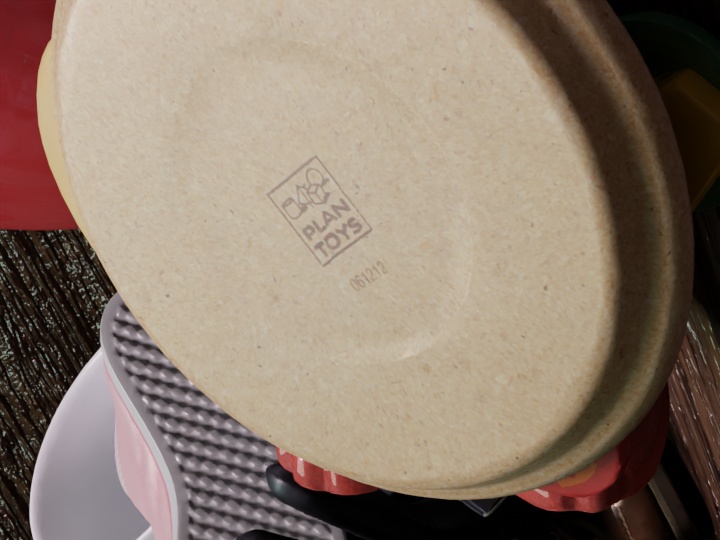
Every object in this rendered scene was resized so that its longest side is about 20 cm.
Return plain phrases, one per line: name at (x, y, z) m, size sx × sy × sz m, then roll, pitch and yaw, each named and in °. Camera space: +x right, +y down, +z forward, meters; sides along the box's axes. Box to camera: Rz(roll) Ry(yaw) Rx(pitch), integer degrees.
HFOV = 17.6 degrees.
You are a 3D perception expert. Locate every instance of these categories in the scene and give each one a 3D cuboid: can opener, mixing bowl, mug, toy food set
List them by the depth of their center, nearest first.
toy food set at (0.002, -0.024, 0.604) m, size 0.198 × 0.049 × 0.200 m, roll 41°, pitch 134°, yaw 8°
can opener at (0.008, 0.112, 0.923) m, size 0.078 × 0.064 × 0.200 m, roll 12°, pitch 178°, yaw 27°
mixing bowl at (-0.118, -0.097, 1.077) m, size 0.108 × 0.201 × 0.200 m, roll 21°, pitch 175°, yaw -1°
mug at (-0.050, 0.135, 1.183) m, size 0.175 × 0.148 × 0.200 m, roll 33°, pitch -164°, yaw -33°

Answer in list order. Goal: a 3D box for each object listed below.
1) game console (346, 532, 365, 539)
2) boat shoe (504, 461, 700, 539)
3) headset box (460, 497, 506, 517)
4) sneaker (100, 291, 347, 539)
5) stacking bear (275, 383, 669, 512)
game console at (0.054, 0.175, 1.079) m, size 0.200 × 0.116 × 0.177 m, roll 49°, pitch -139°, yaw -65°
boat shoe at (0.089, 0.094, 1.005) m, size 0.072 × 0.068 × 0.200 m, roll 64°, pitch 175°, yaw -7°
headset box at (0.000, 0.000, 0.942) m, size 0.174 × 0.093 × 0.200 m, roll 39°, pitch 179°, yaw -9°
sneaker at (-0.057, 0.106, 1.014) m, size 0.105 × 0.075 × 0.201 m, roll 96°, pitch 152°, yaw -67°
stacking bear at (0.025, -0.043, 0.680) m, size 0.114 × 0.121 × 0.201 m, roll -66°, pitch -28°, yaw -48°
